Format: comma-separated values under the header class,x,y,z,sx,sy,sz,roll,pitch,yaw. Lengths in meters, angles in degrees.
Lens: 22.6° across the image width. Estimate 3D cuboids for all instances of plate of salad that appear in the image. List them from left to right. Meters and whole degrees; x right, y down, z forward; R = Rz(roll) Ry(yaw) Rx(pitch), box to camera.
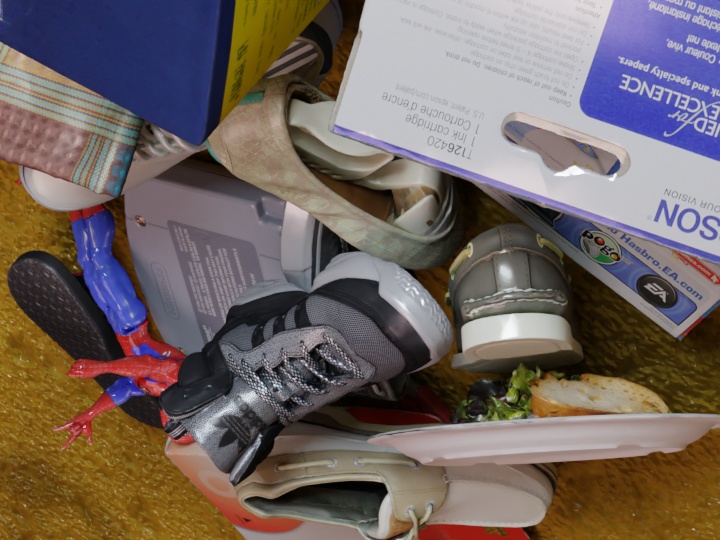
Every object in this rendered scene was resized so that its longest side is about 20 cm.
class,x,y,z,sx,sy,sz,roll,pitch,yaw
plate of salad,0.102,0.078,0.982,0.200,0.200,0.048,-12,78,46

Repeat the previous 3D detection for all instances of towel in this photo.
class,x,y,z,sx,sy,sz,roll,pitch,yaw
towel,-0.156,-0.152,0.924,0.146,0.201,0.022,18,-176,23

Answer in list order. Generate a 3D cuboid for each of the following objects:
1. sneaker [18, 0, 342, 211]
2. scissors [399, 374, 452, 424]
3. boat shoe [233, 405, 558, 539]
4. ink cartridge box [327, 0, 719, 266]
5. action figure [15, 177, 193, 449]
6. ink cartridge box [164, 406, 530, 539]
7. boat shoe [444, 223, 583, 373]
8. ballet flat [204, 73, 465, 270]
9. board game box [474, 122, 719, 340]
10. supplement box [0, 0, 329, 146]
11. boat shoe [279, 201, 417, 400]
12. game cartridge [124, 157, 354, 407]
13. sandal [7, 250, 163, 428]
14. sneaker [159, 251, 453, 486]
class,x,y,z,sx,sy,sz,roll,pitch,yaw
sneaker,-0.100,-0.088,0.941,0.200,0.071,0.073,-32,113,17
scissors,0.026,0.075,1.139,0.200,0.014,0.073,46,144,-14
boat shoe,0.020,0.132,1.084,0.199,0.069,0.075,9,137,-4
ink cartridge box,0.107,-0.122,0.736,0.197,0.047,0.200,20,112,5
action figure,-0.173,0.035,1.139,0.200,0.099,0.065,60,160,-10
ink cartridge box,-0.007,0.151,1.182,0.200,0.050,0.162,2,143,36
boat shoe,0.081,0.020,0.955,0.072,0.060,0.202,-5,172,3
ballet flat,0.005,-0.047,0.920,0.062,0.068,0.200,-13,157,39
board game box,0.130,-0.087,0.844,0.200,0.056,0.196,38,143,-1
supplement box,-0.058,-0.171,0.785,0.109,0.200,0.109,28,142,12
boat shoe,0.000,0.000,1.042,0.071,0.072,0.200,11,142,15
game cartridge,-0.080,0.013,1.142,0.133,0.041,0.200,13,137,24
sandal,-0.180,0.040,1.256,0.075,0.045,0.200,16,154,34
sneaker,-0.035,0.057,0.951,0.076,0.114,0.200,49,154,-16
